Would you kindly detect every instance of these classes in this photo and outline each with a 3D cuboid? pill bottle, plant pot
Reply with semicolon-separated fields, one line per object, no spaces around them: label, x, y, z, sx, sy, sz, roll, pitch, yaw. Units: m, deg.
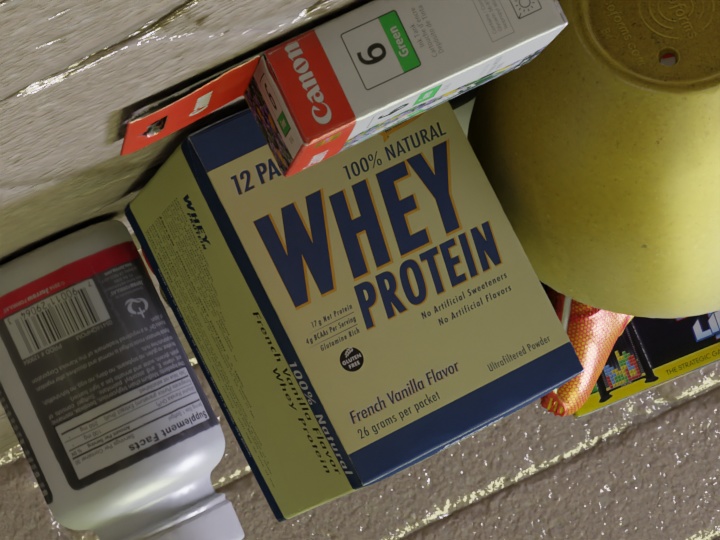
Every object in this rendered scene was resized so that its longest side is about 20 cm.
pill bottle;-0.145;0.081;1.708;0.110;0.200;0.111;-25;179;-1
plant pot;0.155;-0.096;1.509;0.200;0.200;0.142;-25;155;-11

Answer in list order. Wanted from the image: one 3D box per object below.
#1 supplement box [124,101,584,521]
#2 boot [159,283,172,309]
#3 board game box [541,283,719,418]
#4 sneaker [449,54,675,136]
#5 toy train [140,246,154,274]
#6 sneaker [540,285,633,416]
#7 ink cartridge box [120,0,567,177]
supplement box;-0.009;0.009;1.567;0.134;0.200;0.200;-26;177;-17
boot;0.000;0.000;1.722;0.200;0.072;0.155;16;-141;29
board game box;0.192;0.010;1.696;0.200;0.057;0.165;-22;-170;-3
sneaker;0.144;-0.072;1.668;0.201;0.108;0.067;-12;174;-6
toy train;-0.071;0.011;1.967;0.084;0.116;0.200;-25;177;8
sneaker;0.147;-0.012;1.586;0.073;0.077;0.200;116;-3;-75
ink cartridge box;-0.010;-0.084;1.364;0.200;0.050;0.109;-26;178;-8
